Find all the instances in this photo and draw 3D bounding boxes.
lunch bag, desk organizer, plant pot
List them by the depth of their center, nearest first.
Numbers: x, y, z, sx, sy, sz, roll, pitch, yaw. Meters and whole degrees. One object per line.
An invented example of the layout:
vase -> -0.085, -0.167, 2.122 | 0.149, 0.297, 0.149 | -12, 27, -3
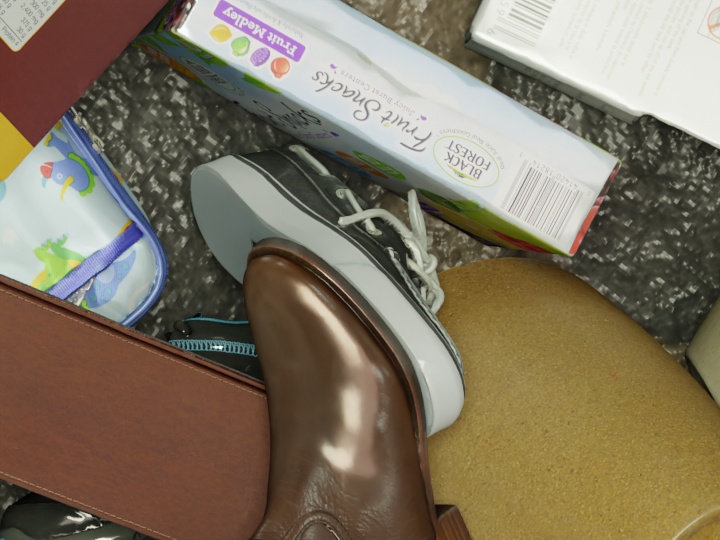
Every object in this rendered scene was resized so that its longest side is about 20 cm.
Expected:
desk organizer -> -0.116, 0.059, 1.145 | 0.199, 0.072, 0.077 | 23, 83, -21
plant pot -> 0.100, 0.111, 1.185 | 0.185, 0.200, 0.188 | -9, 110, -26
lunch bag -> -0.195, 0.003, 1.203 | 0.200, 0.082, 0.161 | -36, 103, -8

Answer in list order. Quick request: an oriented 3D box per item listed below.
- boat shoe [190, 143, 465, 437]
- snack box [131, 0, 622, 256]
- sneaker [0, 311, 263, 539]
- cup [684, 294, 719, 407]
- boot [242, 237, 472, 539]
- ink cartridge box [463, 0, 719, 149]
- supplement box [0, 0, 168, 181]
boat shoe -> 0.000, 0.002, 1.187 | 0.068, 0.199, 0.074 | -21, 123, -23
snack box -> 0.003, -0.075, 1.209 | 0.199, 0.142, 0.053 | 29, 85, -12
sneaker -> -0.083, 0.067, 1.240 | 0.199, 0.073, 0.082 | -28, 95, -20
cup -> 0.234, 0.050, 1.253 | 0.143, 0.200, 0.201 | -27, 98, 2
boot -> -0.052, 0.108, 1.065 | 0.200, 0.064, 0.187 | -34, 100, -38
ink cartridge box -> 0.167, -0.161, 1.276 | 0.173, 0.044, 0.201 | 25, 87, -1
supplement box -> -0.164, -0.187, 1.122 | 0.200, 0.197, 0.133 | -47, 142, -6
